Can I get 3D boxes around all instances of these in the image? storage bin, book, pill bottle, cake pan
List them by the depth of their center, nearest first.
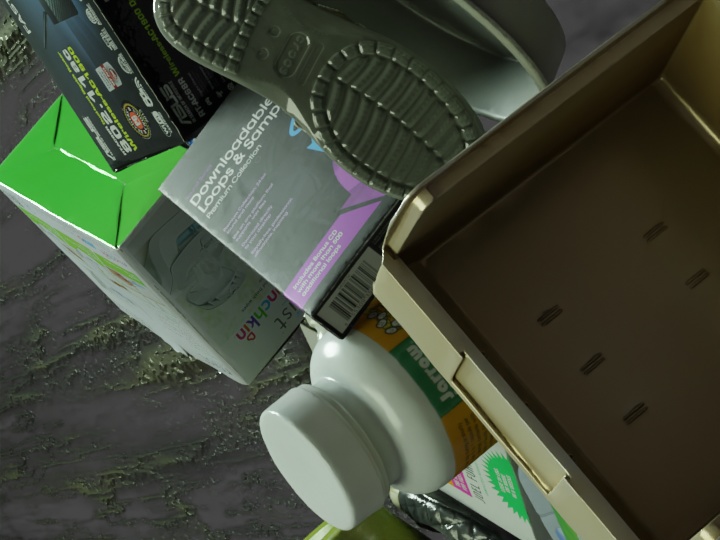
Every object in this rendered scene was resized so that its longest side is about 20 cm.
[{"bbox_3d":[0.141,0.007,0.931,0.200,0.198,0.094,49,161,11],"label":"storage bin"},{"bbox_3d":[0.024,-0.146,1.064,0.200,0.037,0.200,32,172,5],"label":"cake pan"},{"bbox_3d":[0.042,0.058,1.190,0.113,0.200,0.113,43,156,25],"label":"pill bottle"},{"bbox_3d":[0.055,0.105,1.448,0.200,0.048,0.134,27,147,44],"label":"book"}]

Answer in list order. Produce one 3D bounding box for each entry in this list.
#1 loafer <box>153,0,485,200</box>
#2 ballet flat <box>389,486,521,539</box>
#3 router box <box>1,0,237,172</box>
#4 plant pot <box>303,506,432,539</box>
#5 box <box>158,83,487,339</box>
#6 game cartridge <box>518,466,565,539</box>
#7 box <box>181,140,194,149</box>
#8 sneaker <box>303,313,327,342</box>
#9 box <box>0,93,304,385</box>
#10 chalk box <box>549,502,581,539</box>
[{"bbox_3d":[-0.017,-0.110,1.102,0.200,0.075,0.070,35,-167,-9],"label":"loafer"},{"bbox_3d":[0.086,0.203,1.476,0.066,0.057,0.200,14,-168,-46],"label":"ballet flat"},{"bbox_3d":[-0.171,-0.170,1.358,0.200,0.062,0.150,58,157,-9],"label":"router box"},{"bbox_3d":[0.021,0.276,1.515,0.193,0.200,0.200,48,158,-1],"label":"plant pot"},{"bbox_3d":[-0.027,-0.062,1.212,0.036,0.143,0.200,37,179,-39],"label":"box"},{"bbox_3d":[0.183,0.191,1.319,0.200,0.041,0.133,54,153,0],"label":"game cartridge"},{"bbox_3d":[-0.135,-0.171,1.423,0.200,0.047,0.194,37,154,34],"label":"box"},{"bbox_3d":[0.000,0.000,1.383,0.085,0.077,0.200,-39,72,31],"label":"sneaker"},{"bbox_3d":[-0.157,-0.023,1.551,0.200,0.097,0.177,25,162,50],"label":"box"},{"bbox_3d":[0.181,0.115,1.098,0.200,0.124,0.124,15,136,55],"label":"chalk box"}]
